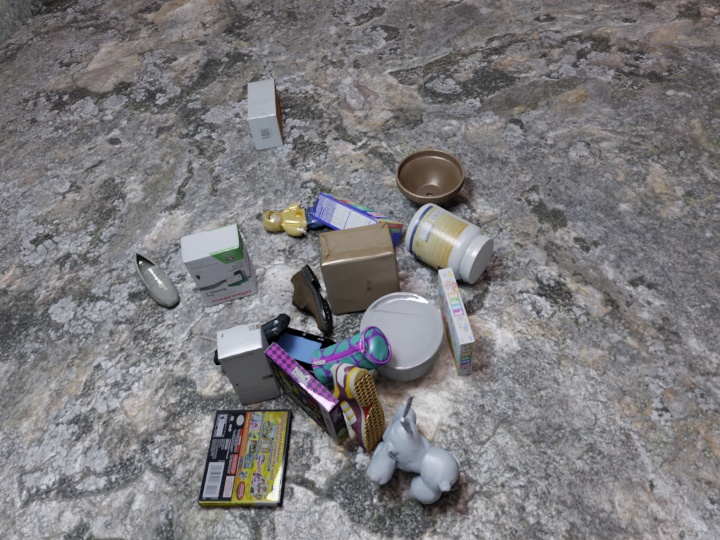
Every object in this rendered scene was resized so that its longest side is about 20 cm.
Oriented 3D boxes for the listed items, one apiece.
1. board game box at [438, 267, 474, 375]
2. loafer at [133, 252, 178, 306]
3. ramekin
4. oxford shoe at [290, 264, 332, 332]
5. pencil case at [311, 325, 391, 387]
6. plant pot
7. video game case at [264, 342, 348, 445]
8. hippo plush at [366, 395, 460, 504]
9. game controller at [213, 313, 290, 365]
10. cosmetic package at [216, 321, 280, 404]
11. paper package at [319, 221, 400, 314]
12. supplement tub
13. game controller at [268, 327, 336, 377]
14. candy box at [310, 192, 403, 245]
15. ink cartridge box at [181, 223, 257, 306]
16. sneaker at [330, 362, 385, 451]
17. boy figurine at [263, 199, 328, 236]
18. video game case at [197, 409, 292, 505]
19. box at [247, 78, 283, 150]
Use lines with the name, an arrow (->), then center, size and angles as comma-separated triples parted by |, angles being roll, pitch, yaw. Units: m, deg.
board game box -> 0.218, 0.117, 1.277 | 0.033, 0.136, 0.204 | -9, 51, -1
loafer -> -0.559, 0.023, 1.494 | 0.070, 0.071, 0.198 | -39, 57, -22
ramekin -> 0.097, 0.160, 1.286 | 0.195, 0.096, 0.207 | -4, 52, 5
oxford shoe -> -0.127, 0.085, 1.400 | 0.083, 0.073, 0.202 | -31, 51, 4
pencil case -> -0.025, 0.188, 1.198 | 0.091, 0.198, 0.088 | 9, 63, -41
plant pot -> 0.199, -0.248, 1.589 | 0.193, 0.094, 0.206 | -3, 53, 4
video game case -> -0.112, 0.264, 1.175 | 0.198, 0.184, 0.036 | 36, 64, 28
hippo plush -> 0.122, 0.362, 1.099 | 0.158, 0.204, 0.159 | 31, 27, 6
game controller -> -0.255, 0.162, 1.306 | 0.195, 0.104, 0.043 | -26, 95, 11
cosmetic package -> -0.244, 0.210, 1.224 | 0.098, 0.203, 0.075 | -13, 50, -3
paper package -> 0.000, 0.000, 1.356 | 0.184, 0.203, 0.106 | -10, 50, 1
supplement tub -> 0.227, -0.068, 1.412 | 0.197, 0.147, 0.144 | 31, 61, 28
game controller -> -0.152, 0.191, 1.329 | 0.194, 0.043, 0.106 | 14, 55, 17
candy box -> -0.006, -0.132, 1.480 | 0.196, 0.168, 0.079 | 28, 103, 24
ink cartridge box -> -0.355, -0.010, 1.412 | 0.141, 0.203, 0.086 | -15, 54, -4
sneaker -> -0.008, 0.283, 1.160 | 0.088, 0.206, 0.074 | 11, 31, 42
boy figurine -> -0.184, -0.154, 1.587 | 0.193, 0.065, 0.127 | -5, 54, 0
video game case -> -0.244, 0.400, 1.190 | 0.174, 0.026, 0.205 | -2, 51, 6
box -> -0.319, -0.524, 1.851 | 0.094, 0.126, 0.204 | -9, 52, -1
